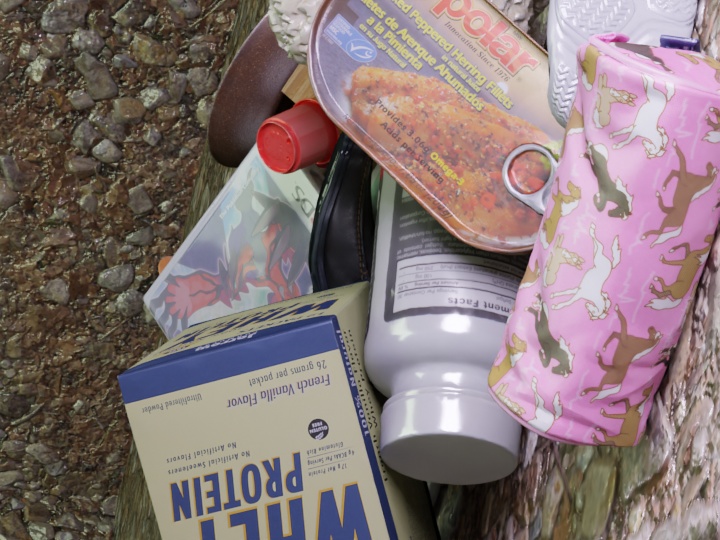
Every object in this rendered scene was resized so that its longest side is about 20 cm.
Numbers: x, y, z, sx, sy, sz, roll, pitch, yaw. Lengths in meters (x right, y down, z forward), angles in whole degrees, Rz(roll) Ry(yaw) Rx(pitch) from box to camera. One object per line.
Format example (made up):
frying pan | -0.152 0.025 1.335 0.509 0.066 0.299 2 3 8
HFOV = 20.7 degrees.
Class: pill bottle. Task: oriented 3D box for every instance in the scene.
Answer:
pill bottle | 0.059 0.019 1.178 0.111 0.110 0.202 121 157 -62

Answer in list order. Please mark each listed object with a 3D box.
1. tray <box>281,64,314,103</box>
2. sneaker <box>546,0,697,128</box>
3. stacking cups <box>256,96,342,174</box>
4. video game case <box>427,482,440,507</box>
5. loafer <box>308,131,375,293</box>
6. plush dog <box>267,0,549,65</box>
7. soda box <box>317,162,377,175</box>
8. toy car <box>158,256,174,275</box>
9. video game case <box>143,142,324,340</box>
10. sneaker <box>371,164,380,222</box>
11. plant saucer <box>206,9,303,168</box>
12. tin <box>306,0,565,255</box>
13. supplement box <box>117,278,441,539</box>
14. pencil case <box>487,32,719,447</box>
tray | 0.031 -0.198 1.436 0.201 0.037 0.098 -55 -20 15
sneaker | 0.134 -0.158 1.062 0.114 0.075 0.202 141 144 -75
stacking cups | 0.003 -0.116 1.405 0.060 0.199 0.061 21 122 38
video game case | -0.035 0.144 1.424 0.017 0.199 0.144 -21 -47 -52
loafer | 0.000 0.000 1.339 0.073 0.071 0.202 -77 -6 -61
plush dog | 0.061 -0.193 1.213 0.160 0.198 0.174 33 113 62
soda box | -0.016 -0.055 1.548 0.200 0.067 0.065 -70 -15 -79
toy car | -0.086 0.051 1.577 0.177 0.199 0.186 -42 -25 -59
video game case | -0.064 0.026 1.454 0.183 0.023 0.200 54 126 22
sneaker | 0.079 -0.103 1.347 0.118 0.073 0.202 15 82 59
plant saucer | -0.033 -0.149 1.496 0.200 0.037 0.201 -43 -21 -20
tin | 0.057 -0.095 1.124 0.112 0.200 0.042 -48 -16 11
supplement box | -0.041 0.126 1.224 0.200 0.133 0.202 -44 -61 -80
pencil case | 0.122 -0.012 0.950 0.087 0.082 0.202 -107 28 -66
